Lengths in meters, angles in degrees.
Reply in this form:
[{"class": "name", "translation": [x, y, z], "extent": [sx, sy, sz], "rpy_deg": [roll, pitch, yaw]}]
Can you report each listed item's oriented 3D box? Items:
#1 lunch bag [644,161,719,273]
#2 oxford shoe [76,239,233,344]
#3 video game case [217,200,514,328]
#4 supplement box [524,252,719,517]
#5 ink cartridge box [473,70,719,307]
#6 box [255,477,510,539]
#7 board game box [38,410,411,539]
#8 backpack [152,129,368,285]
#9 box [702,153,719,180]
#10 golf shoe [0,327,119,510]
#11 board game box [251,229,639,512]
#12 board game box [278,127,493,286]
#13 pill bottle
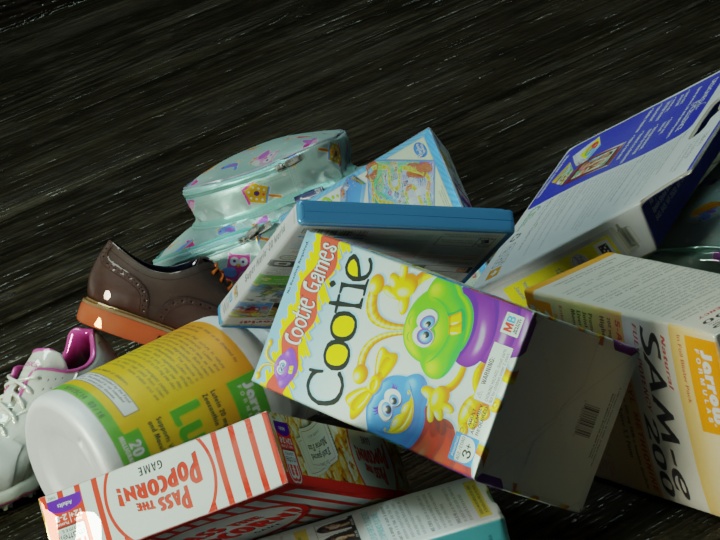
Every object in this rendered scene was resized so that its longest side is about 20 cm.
[{"class": "lunch bag", "translation": [0.311, -0.014, 1.757], "extent": [0.200, 0.122, 0.170], "rpy_deg": [-2, 27, 38]}, {"class": "oxford shoe", "translation": [-0.106, 0.031, 1.965], "extent": [0.200, 0.073, 0.071], "rpy_deg": [15, 3, -10]}, {"class": "video game case", "translation": [0.000, 0.000, 1.725], "extent": [0.143, 0.018, 0.200], "rpy_deg": [2, -21, -18]}, {"class": "supplement box", "translation": [0.192, 0.069, 1.594], "extent": [0.073, 0.126, 0.200], "rpy_deg": [-23, 17, -26]}, {"class": "ink cartridge box", "translation": [0.190, -0.060, 1.797], "extent": [0.200, 0.047, 0.198], "rpy_deg": [-26, 16, 39]}, {"class": "box", "translation": [-0.012, 0.181, 1.547], "extent": [0.200, 0.049, 0.082], "rpy_deg": [-16, 15, -3]}, {"class": "board game box", "translation": [-0.075, 0.135, 1.563], "extent": [0.151, 0.046, 0.200], "rpy_deg": [-22, -15, 18]}, {"class": "backpack", "translation": [-0.066, -0.022, 2.078], "extent": [0.200, 0.153, 0.176], "rpy_deg": [-29, 6, 6]}, {"class": "box", "translation": [0.259, -0.054, 1.994], "extent": [0.200, 0.095, 0.078], "rpy_deg": [-19, 17, -18]}, {"class": "golf shoe", "translation": [-0.247, 0.110, 1.922], "extent": [0.075, 0.092, 0.200], "rpy_deg": [2, 25, 41]}, {"class": "board game box", "translation": [0.048, 0.058, 1.584], "extent": [0.103, 0.105, 0.200], "rpy_deg": [20, 0, -44]}, {"class": "board game box", "translation": [0.026, 0.003, 1.897], "extent": [0.134, 0.034, 0.200], "rpy_deg": [-30, 45, 11]}, {"class": "pill bottle", "translation": [-0.118, 0.098, 1.806], "extent": [0.200, 0.111, 0.111], "rpy_deg": [-26, 19, -32]}]
